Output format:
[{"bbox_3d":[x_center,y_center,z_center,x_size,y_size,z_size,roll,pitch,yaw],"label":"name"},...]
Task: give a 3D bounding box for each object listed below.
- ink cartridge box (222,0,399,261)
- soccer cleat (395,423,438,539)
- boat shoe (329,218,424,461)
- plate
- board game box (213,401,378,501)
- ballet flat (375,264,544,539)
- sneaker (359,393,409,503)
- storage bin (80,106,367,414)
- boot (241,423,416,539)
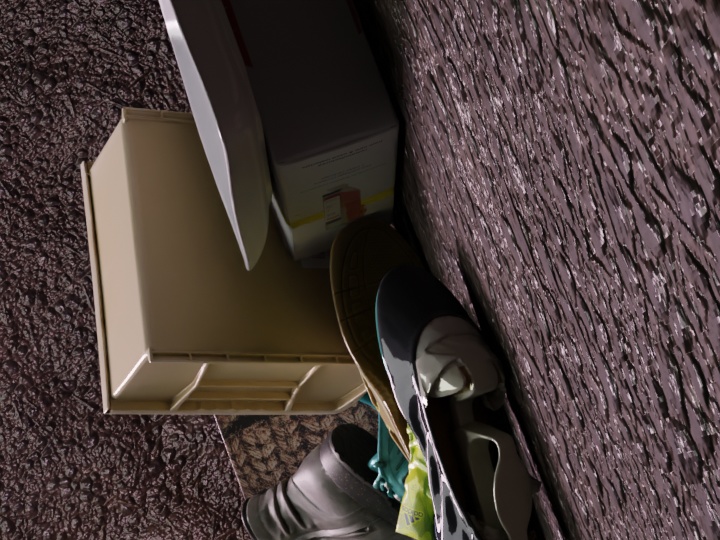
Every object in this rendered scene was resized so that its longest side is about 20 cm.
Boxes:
[{"bbox_3d":[-0.036,-0.111,1.080,0.200,0.083,0.146,92,159,-74],"label":"ink cartridge box"},{"bbox_3d":[0.055,0.129,1.011,0.065,0.083,0.202,-134,25,-79],"label":"soccer cleat"},{"bbox_3d":[0.028,0.064,1.115,0.066,0.073,0.201,130,120,-78],"label":"boat shoe"},{"bbox_3d":[-0.095,-0.126,1.013,0.200,0.032,0.201,86,165,-67],"label":"plate"},{"bbox_3d":[-0.015,0.153,1.332,0.097,0.158,0.201,-67,-41,-73],"label":"board game box"},{"bbox_3d":[0.063,0.087,0.926,0.073,0.072,0.202,103,153,-81],"label":"ballet flat"},{"bbox_3d":[0.048,0.150,1.205,0.078,0.079,0.201,80,168,-64],"label":"sneaker"},{"bbox_3d":[-0.090,-0.005,1.190,0.094,0.197,0.201,-47,47,53],"label":"storage bin"},{"bbox_3d":[0.011,0.219,1.269,0.200,0.131,0.068,43,-148,-4],"label":"boot"}]
